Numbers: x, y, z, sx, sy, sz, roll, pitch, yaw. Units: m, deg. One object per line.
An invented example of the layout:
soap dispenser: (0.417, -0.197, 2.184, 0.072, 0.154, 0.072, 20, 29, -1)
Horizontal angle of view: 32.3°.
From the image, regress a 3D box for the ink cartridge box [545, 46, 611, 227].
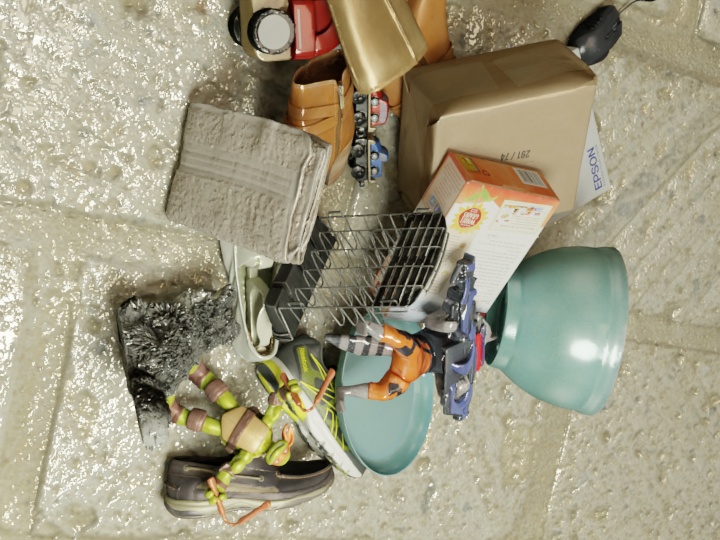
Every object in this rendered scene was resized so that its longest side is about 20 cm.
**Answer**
ink cartridge box: (0.214, -0.151, 1.557, 0.199, 0.043, 0.198, -31, 117, -25)

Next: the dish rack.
dish rack: (0.000, 0.000, 1.322, 0.055, 0.198, 0.154, 59, 40, -40)

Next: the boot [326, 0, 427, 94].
boot: (0.021, -0.312, 1.276, 0.175, 0.066, 0.201, -37, 117, -19)

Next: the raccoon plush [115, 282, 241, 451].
raccoon plush: (-0.176, 0.100, 1.291, 0.132, 0.202, 0.097, -9, 146, -15)

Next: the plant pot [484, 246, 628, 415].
plant pot: (0.221, 0.063, 1.472, 0.132, 0.200, 0.203, 8, 98, -6)

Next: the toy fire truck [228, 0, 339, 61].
toy fire truck: (-0.041, -0.321, 1.320, 0.198, 0.129, 0.178, -8, 106, -20)

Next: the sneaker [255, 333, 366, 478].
sneaker: (-0.037, 0.160, 1.450, 0.085, 0.074, 0.201, -43, 120, -17)

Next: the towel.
towel: (-0.119, -0.091, 1.267, 0.034, 0.199, 0.134, 9, 97, -52)

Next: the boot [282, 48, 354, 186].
boot: (-0.067, -0.130, 1.308, 0.156, 0.073, 0.201, 97, 19, -45)

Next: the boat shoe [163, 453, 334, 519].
boat shoe: (-0.123, 0.229, 1.400, 0.198, 0.074, 0.074, -6, 98, -21)

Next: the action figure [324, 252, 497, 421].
action figure: (0.067, 0.066, 1.379, 0.192, 0.104, 0.202, -6, 114, -31)

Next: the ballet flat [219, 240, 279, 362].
ballet flat: (-0.114, 0.006, 1.370, 0.069, 0.069, 0.203, -11, 107, -30)

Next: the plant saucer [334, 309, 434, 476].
plant saucer: (0.026, 0.141, 1.474, 0.199, 0.027, 0.203, 6, 83, -55)

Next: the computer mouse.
computer mouse: (0.341, -0.328, 1.599, 0.200, 0.034, 0.059, -42, 119, -18)

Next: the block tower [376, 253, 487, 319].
block tower: (0.109, 0.036, 1.527, 0.199, 0.058, 0.055, 20, 91, -32)

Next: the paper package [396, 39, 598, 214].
paper package: (0.152, -0.146, 1.420, 0.198, 0.104, 0.192, -13, 134, -16)

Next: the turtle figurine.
turtle figurine: (-0.130, 0.160, 1.358, 0.160, 0.064, 0.201, 34, 85, 3)

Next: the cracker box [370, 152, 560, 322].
cracker box: (0.114, -0.029, 1.395, 0.133, 0.058, 0.201, 8, 127, -33)

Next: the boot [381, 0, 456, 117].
boot: (0.084, -0.270, 1.421, 0.200, 0.077, 0.155, -48, 120, -10)

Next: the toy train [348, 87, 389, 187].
toy train: (0.010, -0.184, 1.390, 0.045, 0.034, 0.202, -5, 125, -8)
